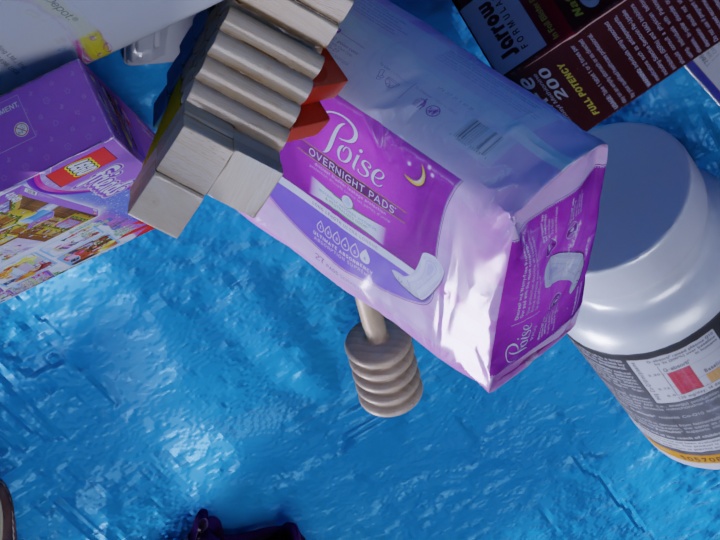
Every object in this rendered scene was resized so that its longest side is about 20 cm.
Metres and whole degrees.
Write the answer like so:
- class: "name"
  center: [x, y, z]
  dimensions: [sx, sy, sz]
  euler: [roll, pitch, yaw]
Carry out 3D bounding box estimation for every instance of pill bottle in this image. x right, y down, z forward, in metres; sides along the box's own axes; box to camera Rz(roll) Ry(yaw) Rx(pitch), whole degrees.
- class: "pill bottle"
  center: [0.169, 0.015, 1.118]
  dimensions: [0.116, 0.116, 0.200]
  euler: [-32, 137, 8]

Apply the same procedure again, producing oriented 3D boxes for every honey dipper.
- class: "honey dipper"
  center: [0.000, 0.000, 1.086]
  dimensions: [0.038, 0.038, 0.200]
  euler: [-19, 135, -5]

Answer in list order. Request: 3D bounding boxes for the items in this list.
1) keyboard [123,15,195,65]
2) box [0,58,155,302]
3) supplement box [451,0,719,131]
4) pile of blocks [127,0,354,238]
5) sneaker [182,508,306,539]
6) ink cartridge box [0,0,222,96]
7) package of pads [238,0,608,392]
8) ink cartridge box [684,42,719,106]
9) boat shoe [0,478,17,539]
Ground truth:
- class: "keyboard"
  center: [-0.072, -0.172, 0.907]
  dimensions: [0.056, 0.011, 0.200]
  euler: [-12, 136, -21]
- class: "box"
  center: [-0.156, -0.028, 0.911]
  dimensions: [0.137, 0.039, 0.200]
  euler: [-25, 172, 1]
- class: "supplement box"
  center: [0.139, -0.156, 0.943]
  dimensions: [0.200, 0.109, 0.061]
  euler: [-35, 136, 10]
- class: "pile of blocks"
  center: [-0.035, -0.098, 0.869]
  dimensions: [0.062, 0.082, 0.200]
  euler: [27, 76, -19]
- class: "sneaker"
  center: [-0.030, 0.197, 1.241]
  dimensions: [0.200, 0.074, 0.088]
  euler: [16, 119, -34]
- class: "ink cartridge box"
  center: [-0.138, -0.151, 0.802]
  dimensions: [0.200, 0.088, 0.145]
  euler: [-20, 141, 25]
- class: "package of pads"
  center: [0.013, -0.050, 0.927]
  dimensions: [0.076, 0.200, 0.121]
  euler: [-34, 147, -33]
- class: "ink cartridge box"
  center: [0.237, -0.144, 0.981]
  dimensions: [0.200, 0.039, 0.099]
  euler: [-43, 102, -3]
- class: "boat shoe"
  center: [-0.216, 0.186, 1.161]
  dimensions: [0.072, 0.072, 0.200]
  euler: [-25, 136, -47]
